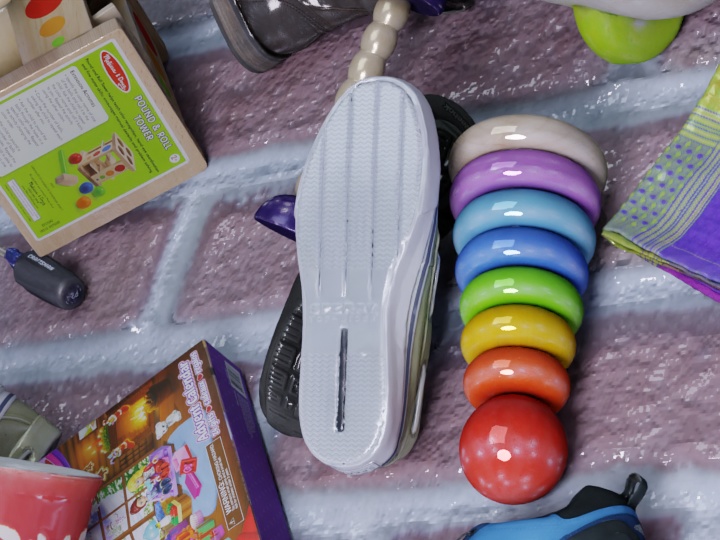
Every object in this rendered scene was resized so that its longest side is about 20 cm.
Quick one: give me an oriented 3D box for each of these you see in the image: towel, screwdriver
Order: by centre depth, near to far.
[{"bbox_3d":[0.219,-0.042,1.151,0.144,0.023,0.200,-53,40,-6],"label":"towel"},{"bbox_3d":[-0.236,-0.017,1.531,0.029,0.028,0.200,-51,41,-5],"label":"screwdriver"}]

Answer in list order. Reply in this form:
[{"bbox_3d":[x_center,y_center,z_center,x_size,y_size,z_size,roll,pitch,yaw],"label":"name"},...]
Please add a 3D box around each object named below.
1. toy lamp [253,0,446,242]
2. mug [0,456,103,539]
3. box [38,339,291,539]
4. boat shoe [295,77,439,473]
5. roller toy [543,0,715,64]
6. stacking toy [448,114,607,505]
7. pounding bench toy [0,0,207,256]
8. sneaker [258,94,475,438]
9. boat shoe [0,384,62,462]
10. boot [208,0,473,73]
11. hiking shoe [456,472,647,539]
[{"bbox_3d":[0.002,-0.111,1.347,0.058,0.058,0.201,17,82,48],"label":"toy lamp"},{"bbox_3d":[-0.206,0.200,1.236,0.132,0.177,0.202,6,85,25],"label":"mug"},{"bbox_3d":[-0.108,0.149,1.270,0.136,0.039,0.201,-37,40,14],"label":"box"},{"bbox_3d":[0.005,0.003,1.202,0.071,0.062,0.202,6,87,21],"label":"boat shoe"},{"bbox_3d":[0.133,-0.235,1.264,0.139,0.182,0.201,19,71,49],"label":"roller toy"},{"bbox_3d":[0.078,0.024,1.182,0.085,0.085,0.202,-15,53,33],"label":"stacking toy"},{"bbox_3d":[-0.207,-0.148,1.467,0.124,0.201,0.157,-27,42,4],"label":"pounding bench toy"},{"bbox_3d":[0.000,0.000,1.284,0.201,0.076,0.091,-62,20,-10],"label":"sneaker"},{"bbox_3d":[-0.243,0.164,1.359,0.062,0.072,0.201,27,87,5],"label":"boat shoe"},{"bbox_3d":[-0.030,-0.226,1.427,0.173,0.201,0.069,-21,11,35],"label":"boot"},{"bbox_3d":[0.051,0.167,1.097,0.199,0.075,0.087,-20,37,15],"label":"hiking shoe"}]
